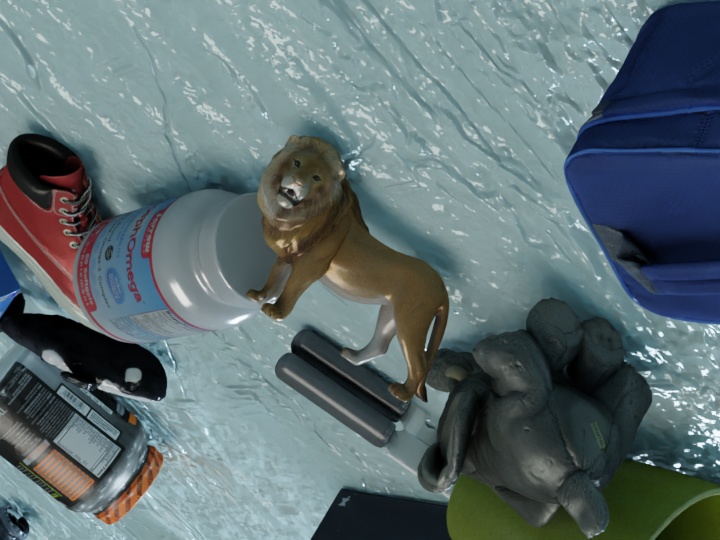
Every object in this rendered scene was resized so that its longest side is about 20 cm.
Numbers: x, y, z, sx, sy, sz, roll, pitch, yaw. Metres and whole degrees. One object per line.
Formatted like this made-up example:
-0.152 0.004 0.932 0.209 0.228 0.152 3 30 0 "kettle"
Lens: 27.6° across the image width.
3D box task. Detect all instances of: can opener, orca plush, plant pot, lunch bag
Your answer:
0.015 0.128 1.251 0.200 0.053 0.066 36 151 -4 "can opener"
-0.271 0.059 1.448 0.199 0.071 0.105 27 -164 31 "orca plush"
0.169 0.214 1.132 0.200 0.187 0.188 25 153 43 "plant pot"
0.199 -0.048 0.734 0.199 0.133 0.136 0 137 43 "lunch bag"

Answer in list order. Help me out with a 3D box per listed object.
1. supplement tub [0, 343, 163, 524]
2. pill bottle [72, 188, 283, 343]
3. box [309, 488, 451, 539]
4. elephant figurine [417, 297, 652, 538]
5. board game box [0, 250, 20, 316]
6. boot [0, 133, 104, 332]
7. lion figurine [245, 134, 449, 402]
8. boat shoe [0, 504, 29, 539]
-0.316 0.174 1.571 0.200 0.123 0.122 43 149 -15 "supplement tub"
-0.134 -0.004 1.147 0.109 0.109 0.200 47 147 -23 "pill bottle"
0.071 0.324 1.422 0.196 0.118 0.200 0 135 45 "box"
0.105 0.117 1.049 0.142 0.155 0.200 51 139 0 "elephant figurine"
-0.397 -0.010 1.399 0.153 0.045 0.200 60 150 6 "board game box"
-0.230 -0.026 1.250 0.200 0.073 0.144 41 148 -7 "boot"
0.000 0.000 1.042 0.200 0.123 0.072 33 -179 -21 "lion figurine"
-0.532 0.378 2.144 0.071 0.091 0.200 47 175 -22 "boat shoe"
